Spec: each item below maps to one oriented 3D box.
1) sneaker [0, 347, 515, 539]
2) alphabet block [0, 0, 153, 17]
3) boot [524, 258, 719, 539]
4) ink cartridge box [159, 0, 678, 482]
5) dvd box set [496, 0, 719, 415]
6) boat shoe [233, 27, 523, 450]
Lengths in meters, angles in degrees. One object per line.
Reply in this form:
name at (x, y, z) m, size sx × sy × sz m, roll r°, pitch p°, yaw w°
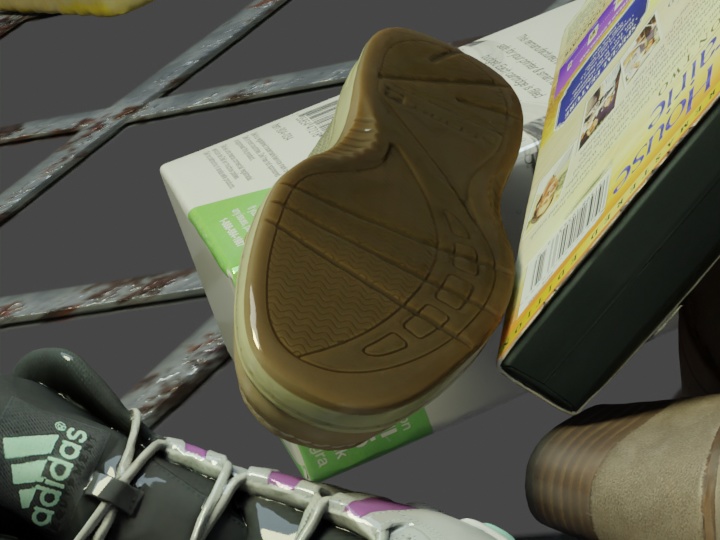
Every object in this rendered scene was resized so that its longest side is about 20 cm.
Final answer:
sneaker at (-0.056, 0.067, 0.734) m, size 0.200 × 0.140 × 0.078 m, roll -7°, pitch 49°, yaw 48°
alphabet block at (-0.152, -0.285, 1.763) m, size 0.195 × 0.200 × 0.196 m, roll -28°, pitch 20°, yaw -24°
boot at (0.144, 0.036, 0.764) m, size 0.146 × 0.070 × 0.200 m, roll 4°, pitch 30°, yaw 38°
ink cartridge box at (0.046, -0.021, 0.981) m, size 0.200 × 0.084 × 0.146 m, roll -22°, pitch 19°, yaw -6°
dvd box set at (0.099, -0.067, 0.801) m, size 0.146 × 0.029 × 0.200 m, roll -53°, pitch 11°, yaw 30°
boat shoe at (0.000, 0.000, 0.805) m, size 0.065 × 0.072 × 0.200 m, roll -59°, pitch 6°, yaw 30°
